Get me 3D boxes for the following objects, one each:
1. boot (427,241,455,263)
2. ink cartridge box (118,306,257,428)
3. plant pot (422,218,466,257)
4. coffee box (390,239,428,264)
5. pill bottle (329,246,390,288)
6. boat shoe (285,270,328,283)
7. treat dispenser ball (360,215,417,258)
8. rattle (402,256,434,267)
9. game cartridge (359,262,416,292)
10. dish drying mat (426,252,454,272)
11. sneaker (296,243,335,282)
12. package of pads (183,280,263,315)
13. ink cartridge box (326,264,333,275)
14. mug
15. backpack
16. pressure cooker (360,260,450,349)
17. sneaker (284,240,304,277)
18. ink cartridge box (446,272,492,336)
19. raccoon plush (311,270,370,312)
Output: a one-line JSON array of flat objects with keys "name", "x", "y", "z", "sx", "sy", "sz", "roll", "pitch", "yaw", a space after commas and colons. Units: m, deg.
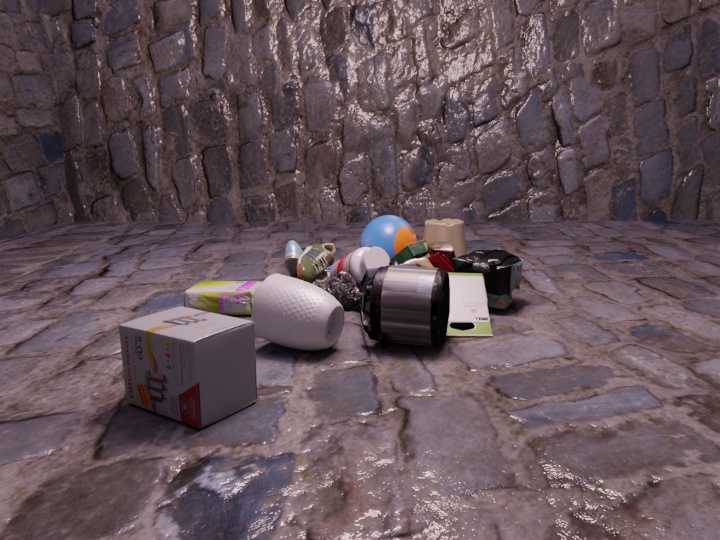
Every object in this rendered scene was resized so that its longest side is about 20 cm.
[{"name": "boot", "x": 0.229, "y": -0.023, "z": 1.865, "sx": 0.183, "sy": 0.065, "sz": 0.201, "roll": 11, "pitch": -28, "yaw": 41}, {"name": "ink cartridge box", "x": -0.298, "y": 0.159, "z": 1.085, "sx": 0.196, "sy": 0.150, "sz": 0.143, "roll": 6, "pitch": 13, "yaw": 34}, {"name": "plant pot", "x": 0.282, "y": -0.076, "z": 2.109, "sx": 0.195, "sy": 0.189, "sz": 0.201, "roll": -1, "pitch": 11, "yaw": 0}, {"name": "coffee box", "x": 0.115, "y": -0.015, "z": 1.899, "sx": 0.199, "sy": 0.045, "sz": 0.122, "roll": -41, "pitch": -14, "yaw": 34}, {"name": "pill bottle", "x": 0.000, "y": 0.000, "z": 1.779, "sx": 0.110, "sy": 0.115, "sz": 0.199, "roll": -8, "pitch": -9, "yaw": -31}, {"name": "boat shoe", "x": -0.182, "y": 0.053, "z": 1.805, "sx": 0.194, "sy": 0.067, "sz": 0.075, "roll": -16, "pitch": 45, "yaw": 2}, {"name": "treat dispenser ball", "x": 0.095, "y": -0.084, "z": 2.112, "sx": 0.195, "sy": 0.207, "sz": 0.201, "roll": -1, "pitch": 11, "yaw": 0}, {"name": "rattle", "x": 0.127, "y": 0.057, "z": 1.795, "sx": 0.198, "sy": 0.132, "sz": 0.143, "roll": -36, "pitch": 1, "yaw": -12}, {"name": "game cartridge", "x": 0.068, "y": 0.018, "z": 1.577, "sx": 0.126, "sy": 0.039, "sz": 0.200, "roll": -11, "pitch": -11, "yaw": -8}, {"name": "dish drying mat", "x": 0.214, "y": -0.007, "z": 1.824, "sx": 0.018, "sy": 0.077, "sz": 0.200, "roll": -44, "pitch": 5, "yaw": -20}, {"name": "sneaker", "x": -0.119, "y": -0.029, "z": 1.763, "sx": 0.088, "sy": 0.069, "sz": 0.201, "roll": -13, "pitch": 21, "yaw": 12}, {"name": "package of pads", "x": -0.370, "y": 0.074, "z": 1.713, "sx": 0.194, "sy": 0.070, "sz": 0.155, "roll": 0, "pitch": 10, "yaw": 6}, {"name": "ink cartridge box", "x": -0.107, "y": 0.022, "z": 2.008, "sx": 0.092, "sy": 0.045, "sz": 0.198, "roll": 9, "pitch": 14, "yaw": 32}, {"name": "mug", "x": -0.120, "y": 0.108, "z": 1.393, "sx": 0.172, "sy": 0.151, "sz": 0.200, "roll": 14, "pitch": -14, "yaw": 25}, {"name": "backpack", "x": 0.356, "y": 0.018, "z": 1.718, "sx": 0.172, "sy": 0.158, "sz": 0.199, "roll": 6, "pitch": 18, "yaw": 30}, {"name": "pressure cooker", "x": 0.097, "y": 0.074, "z": 1.398, "sx": 0.195, "sy": 0.184, "sz": 0.176, "roll": 3, "pitch": 15, "yaw": 16}, {"name": "sneaker", "x": -0.180, "y": -0.014, "z": 1.847, "sx": 0.072, "sy": 0.084, "sz": 0.202, "roll": -3, "pitch": -33, "yaw": 2}, {"name": "ink cartridge box", "x": 0.239, "y": 0.103, "z": 1.543, "sx": 0.144, "sy": 0.077, "sz": 0.203, "roll": 1, "pitch": 46, "yaw": 0}, {"name": "raccoon plush", "x": -0.066, "y": 0.068, "z": 1.684, "sx": 0.132, "sy": 0.099, "sz": 0.198, "roll": -18, "pitch": 19, "yaw": -33}]
